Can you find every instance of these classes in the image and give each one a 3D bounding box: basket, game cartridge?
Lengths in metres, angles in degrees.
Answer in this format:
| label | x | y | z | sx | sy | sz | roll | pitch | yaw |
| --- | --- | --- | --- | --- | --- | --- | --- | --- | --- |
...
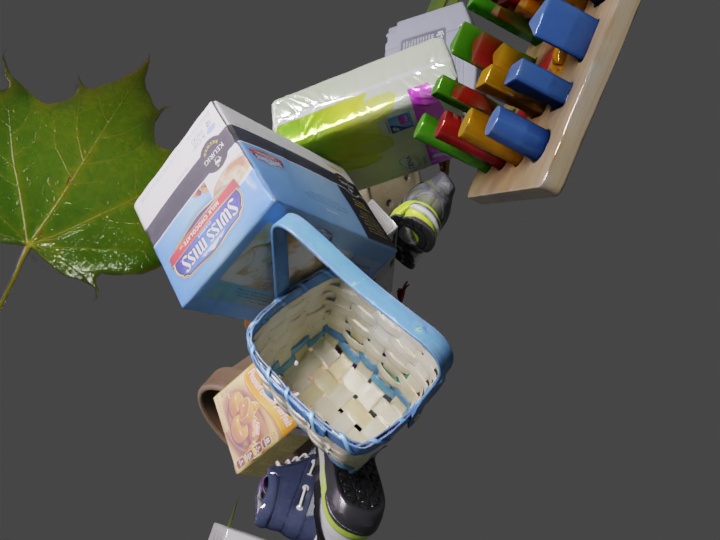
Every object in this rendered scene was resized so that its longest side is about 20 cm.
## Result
| label | x | y | z | sx | sy | sz | roll | pitch | yaw |
| --- | --- | --- | --- | --- | --- | --- | --- | --- | --- |
| basket | -0.013 | 0.063 | 0.595 | 0.139 | 0.176 | 0.201 | -40 | -20 | -27 |
| game cartridge | 0.091 | -0.233 | 0.887 | 0.041 | 0.130 | 0.205 | 34 | -125 | -58 |

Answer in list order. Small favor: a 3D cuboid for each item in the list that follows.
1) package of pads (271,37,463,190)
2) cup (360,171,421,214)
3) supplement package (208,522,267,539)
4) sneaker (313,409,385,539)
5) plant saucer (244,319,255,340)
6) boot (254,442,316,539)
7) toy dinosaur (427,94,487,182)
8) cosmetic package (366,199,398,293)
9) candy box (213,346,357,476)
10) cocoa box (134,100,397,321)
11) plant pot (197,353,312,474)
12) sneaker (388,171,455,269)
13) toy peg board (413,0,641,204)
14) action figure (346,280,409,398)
| label | x | y | z | sx | sy | sz | roll | pitch | yaw |
| --- | --- | --- | --- | --- | --- | --- | --- | --- | --- |
| package of pads | 0.016 | -0.157 | 0.775 | 0.155 | 0.196 | 0.070 | 51 | -157 | -68 |
| cup | 0.011 | -0.131 | 1.060 | 0.142 | 0.198 | 0.204 | 13 | 79 | 58 |
| supplement package | -0.124 | 0.358 | 0.776 | 0.200 | 0.115 | 0.119 | 133 | 159 | -67 |
| sneaker | -0.024 | 0.204 | 0.687 | 0.201 | 0.070 | 0.084 | -89 | 23 | -70 |
| plant saucer | -0.062 | 0.020 | 0.902 | 0.199 | 0.032 | 0.201 | -40 | -19 | -16 |
| boot | -0.071 | 0.241 | 0.832 | 0.200 | 0.089 | 0.074 | -100 | 34 | -75 |
| toy dinosaur | 0.094 | -0.167 | 0.905 | 0.197 | 0.109 | 0.060 | -15 | 6 | 32 |
| cosmetic package | 0.000 | 0.000 | 0.860 | 0.082 | 0.051 | 0.201 | -39 | -18 | -13 |
| candy box | -0.093 | 0.158 | 0.902 | 0.199 | 0.055 | 0.117 | -41 | 55 | 18 |
| cocoa box | -0.084 | -0.040 | 0.672 | 0.133 | 0.199 | 0.132 | -45 | 59 | 18 |
| plant pot | -0.125 | 0.192 | 1.100 | 0.175 | 0.199 | 0.201 | -49 | -4 | -36 |
| sneaker | 0.069 | -0.059 | 0.856 | 0.081 | 0.074 | 0.200 | -52 | 6 | -14 |
| toy peg board | 0.130 | -0.172 | 0.603 | 0.199 | 0.096 | 0.204 | -152 | 84 | -82 |
| action figure | 0.020 | 0.063 | 0.813 | 0.200 | 0.064 | 0.101 | -117 | 44 | -78 |
